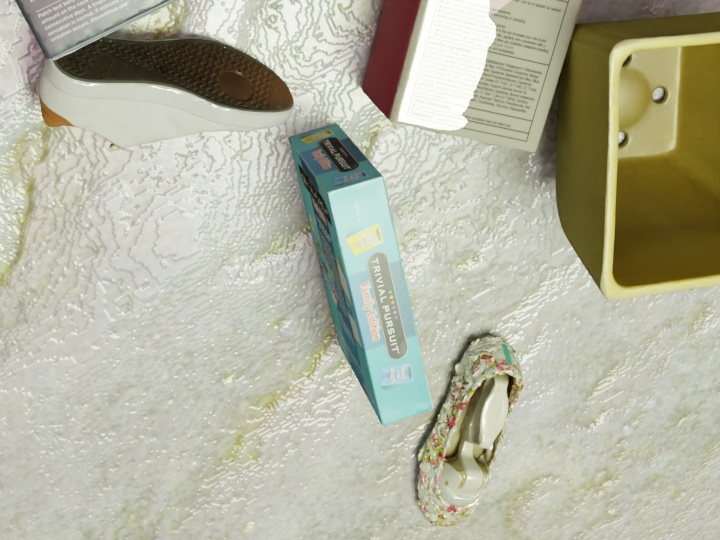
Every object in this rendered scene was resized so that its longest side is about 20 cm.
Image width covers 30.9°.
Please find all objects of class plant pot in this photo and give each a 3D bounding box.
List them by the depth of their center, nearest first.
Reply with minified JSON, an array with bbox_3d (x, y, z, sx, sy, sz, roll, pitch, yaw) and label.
[{"bbox_3d":[0.248,-0.113,1.043,0.192,0.200,0.197,-7,112,-11],"label":"plant pot"}]

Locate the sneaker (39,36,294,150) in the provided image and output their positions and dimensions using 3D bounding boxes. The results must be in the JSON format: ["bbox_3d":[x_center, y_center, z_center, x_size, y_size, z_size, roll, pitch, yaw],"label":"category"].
[{"bbox_3d":[-0.153,-0.133,1.019,0.198,0.073,0.085,6,143,-24],"label":"sneaker"}]

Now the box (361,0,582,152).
[{"bbox_3d":[0.092,-0.210,1.016,0.127,0.109,0.202,10,108,-17],"label":"box"}]

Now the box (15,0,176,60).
[{"bbox_3d":[-0.216,-0.268,0.893,0.106,0.149,0.201,-26,115,-3],"label":"box"}]

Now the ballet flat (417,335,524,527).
[{"bbox_3d":[0.099,0.157,1.186,0.075,0.064,0.202,6,110,-17],"label":"ballet flat"}]

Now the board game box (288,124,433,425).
[{"bbox_3d":[0.000,0.000,1.051,0.047,0.151,0.202,-16,114,-8],"label":"board game box"}]
